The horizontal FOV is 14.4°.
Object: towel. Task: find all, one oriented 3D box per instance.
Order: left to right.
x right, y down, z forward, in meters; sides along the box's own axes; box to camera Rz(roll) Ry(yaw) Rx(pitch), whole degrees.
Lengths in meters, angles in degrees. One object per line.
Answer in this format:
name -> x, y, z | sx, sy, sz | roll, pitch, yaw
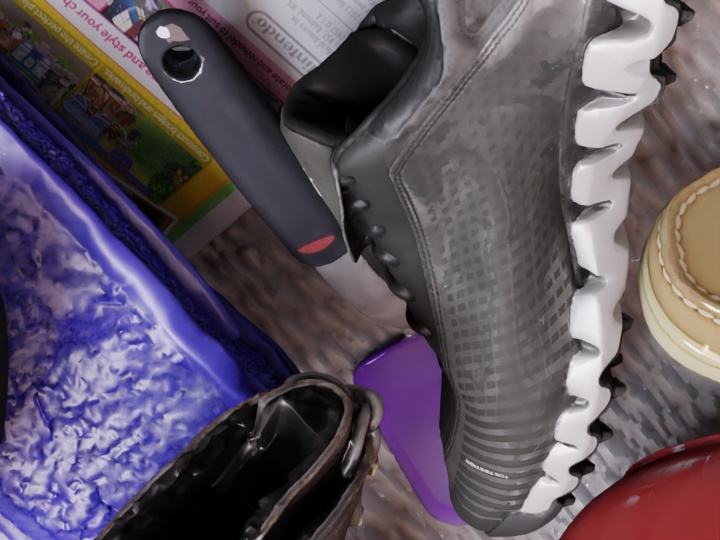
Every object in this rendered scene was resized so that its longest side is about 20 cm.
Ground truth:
towel -> -0.128, 0.048, 0.716 | 0.200, 0.050, 0.148 | -43, 95, 15

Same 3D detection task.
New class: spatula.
spatula -> 0.000, 0.000, 0.739 | 0.056, 0.021, 0.200 | -22, 134, 18

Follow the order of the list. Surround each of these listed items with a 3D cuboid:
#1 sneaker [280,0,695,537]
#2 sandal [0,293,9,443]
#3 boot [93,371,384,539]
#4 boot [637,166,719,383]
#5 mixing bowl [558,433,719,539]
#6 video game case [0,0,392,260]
sneaker -> 0.024, -0.019, 0.693 | 0.090, 0.067, 0.201 | 4, 128, -3
sandal -> -0.136, 0.069, 0.686 | 0.076, 0.043, 0.201 | 25, 119, 2
boot -> -0.020, 0.092, 0.707 | 0.069, 0.200, 0.175 | 31, 132, 17
boot -> 0.163, -0.033, 0.643 | 0.199, 0.073, 0.156 | -2, 151, 3
mixing bowl -> 0.118, 0.103, 0.731 | 0.199, 0.109, 0.200 | -3, 161, -1
video game case -> -0.081, -0.095, 0.697 | 0.200, 0.022, 0.182 | 41, 119, -20
